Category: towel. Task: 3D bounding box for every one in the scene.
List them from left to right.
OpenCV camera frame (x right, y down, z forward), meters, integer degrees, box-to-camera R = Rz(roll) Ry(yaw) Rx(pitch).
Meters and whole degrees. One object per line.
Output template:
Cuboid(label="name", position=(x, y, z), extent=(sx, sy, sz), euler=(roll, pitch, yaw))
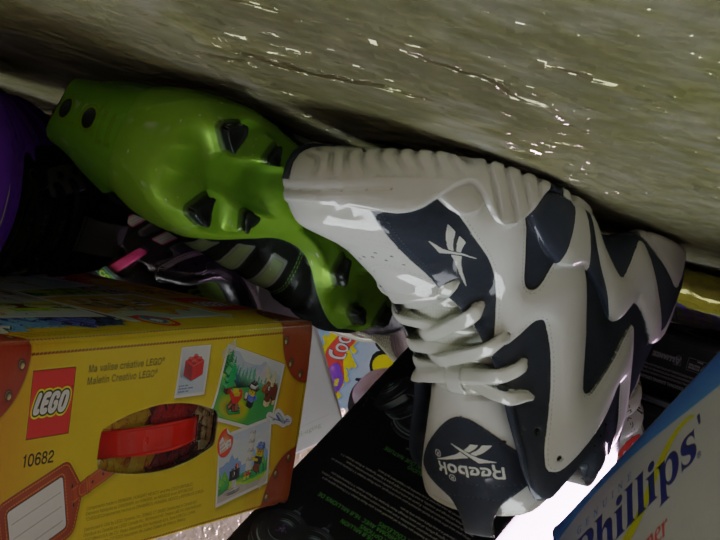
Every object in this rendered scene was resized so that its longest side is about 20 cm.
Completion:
Cuboid(label="towel", position=(0.122, 0.007, 0.761), extent=(0.197, 0.023, 0.143), euler=(14, 178, 19))

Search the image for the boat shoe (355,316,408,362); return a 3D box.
Cuboid(label="boat shoe", position=(0.000, 0.000, 0.847), extent=(0.065, 0.072, 0.200), euler=(47, 176, -29))

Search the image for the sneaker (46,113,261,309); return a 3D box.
Cuboid(label="sneaker", position=(-0.120, -0.006, 0.759), extent=(0.199, 0.074, 0.088), euler=(31, -158, -37))

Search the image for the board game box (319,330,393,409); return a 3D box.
Cuboid(label="board game box", position=(0.016, 0.043, 1.084), extent=(0.198, 0.104, 0.104), euler=(17, -177, -40))

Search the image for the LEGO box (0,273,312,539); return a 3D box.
Cuboid(label="LEGO box", position=(-0.131, 0.046, 0.558), extent=(0.147, 0.078, 0.199), euler=(11, -175, 26))

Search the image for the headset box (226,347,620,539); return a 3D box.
Cuboid(label="headset box", position=(0.025, 0.142, 0.692), extent=(0.092, 0.200, 0.176), euler=(27, 139, 25))

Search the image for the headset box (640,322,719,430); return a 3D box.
Cuboid(label="headset box", position=(0.217, 0.080, 0.837), extent=(0.198, 0.076, 0.148), euler=(9, -174, -40))

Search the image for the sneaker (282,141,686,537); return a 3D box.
Cuboid(label="sneaker", position=(0.041, 0.032, 0.574), extent=(0.079, 0.131, 0.198), euler=(10, 175, 40))

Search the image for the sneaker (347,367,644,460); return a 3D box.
Cuboid(label="sneaker", position=(0.070, 0.064, 0.821), extent=(0.067, 0.109, 0.200), euler=(-27, -142, -34))

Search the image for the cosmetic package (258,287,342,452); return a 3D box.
Cuboid(label="cosmetic package", position=(-0.097, 0.039, 0.919), extent=(0.106, 0.086, 0.200), euler=(-22, -150, -12))

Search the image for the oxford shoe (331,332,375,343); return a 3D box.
Cuboid(label="oxford shoe", position=(0.035, 0.012, 0.931), extent=(0.198, 0.076, 0.058), euler=(18, 152, 17))

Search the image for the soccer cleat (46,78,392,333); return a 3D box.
Cuboid(label="soccer cleat", position=(-0.040, -0.028, 0.602), extent=(0.080, 0.068, 0.200), euler=(24, 176, 32))

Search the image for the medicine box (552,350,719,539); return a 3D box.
Cuboid(label="medicine box", position=(0.203, 0.110, 0.579), extent=(0.198, 0.104, 0.183), euler=(15, 133, -20))

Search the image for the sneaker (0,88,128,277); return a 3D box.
Cuboid(label="sneaker", position=(-0.129, -0.030, 0.573), extent=(0.099, 0.070, 0.200), euler=(29, -173, -21))
